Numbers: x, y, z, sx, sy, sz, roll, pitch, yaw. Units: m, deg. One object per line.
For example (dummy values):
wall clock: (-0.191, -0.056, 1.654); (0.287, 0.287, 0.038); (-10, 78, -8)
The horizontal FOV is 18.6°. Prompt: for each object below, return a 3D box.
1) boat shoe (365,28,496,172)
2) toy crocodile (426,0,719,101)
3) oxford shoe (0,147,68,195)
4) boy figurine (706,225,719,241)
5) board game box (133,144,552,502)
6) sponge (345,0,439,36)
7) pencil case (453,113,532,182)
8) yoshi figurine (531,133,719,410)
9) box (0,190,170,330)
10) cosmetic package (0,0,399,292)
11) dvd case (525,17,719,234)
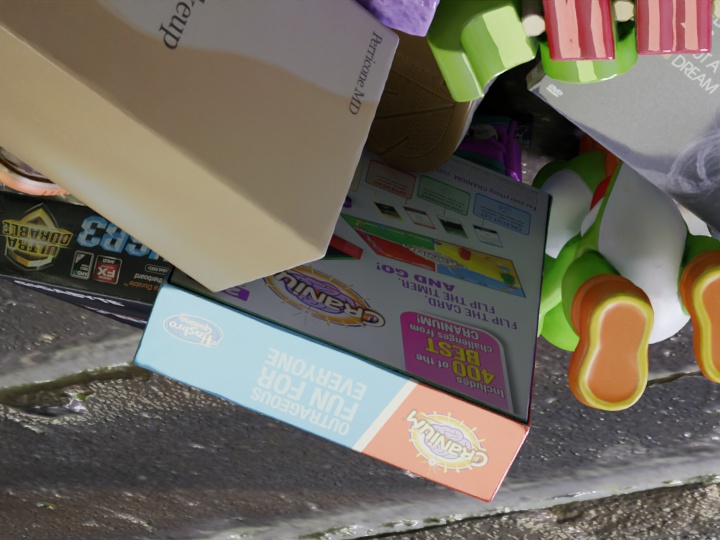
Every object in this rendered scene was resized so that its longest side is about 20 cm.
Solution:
boat shoe: (0.052, -0.135, 0.921); (0.071, 0.069, 0.201); (33, 130, 6)
toy crocodile: (0.123, -0.105, 0.831); (0.198, 0.062, 0.068); (-7, 121, 8)
oxford shoe: (-0.096, -0.095, 0.932); (0.071, 0.200, 0.073); (44, 128, 2)
boy figurine: (0.267, -0.035, 1.023); (0.199, 0.065, 0.124); (-3, 145, 27)
board game box: (0.000, 0.000, 0.919); (0.152, 0.200, 0.041); (22, 119, -4)
sponge: (-0.057, -0.152, 0.782); (0.199, 0.030, 0.112); (18, 151, 1)
pencil case: (-0.019, -0.053, 1.056); (0.198, 0.085, 0.093); (11, 134, 1)
yoshi figurine: (0.121, 0.013, 1.020); (0.112, 0.200, 0.112); (37, 101, -18)
box: (-0.060, 0.013, 1.120); (0.199, 0.050, 0.198); (10, 175, 25)
cosmetic package: (-0.089, -0.089, 0.772); (0.200, 0.106, 0.071); (34, 150, -30)
dvd case: (0.187, -0.101, 0.880); (0.148, 0.016, 0.200); (34, 118, -21)
